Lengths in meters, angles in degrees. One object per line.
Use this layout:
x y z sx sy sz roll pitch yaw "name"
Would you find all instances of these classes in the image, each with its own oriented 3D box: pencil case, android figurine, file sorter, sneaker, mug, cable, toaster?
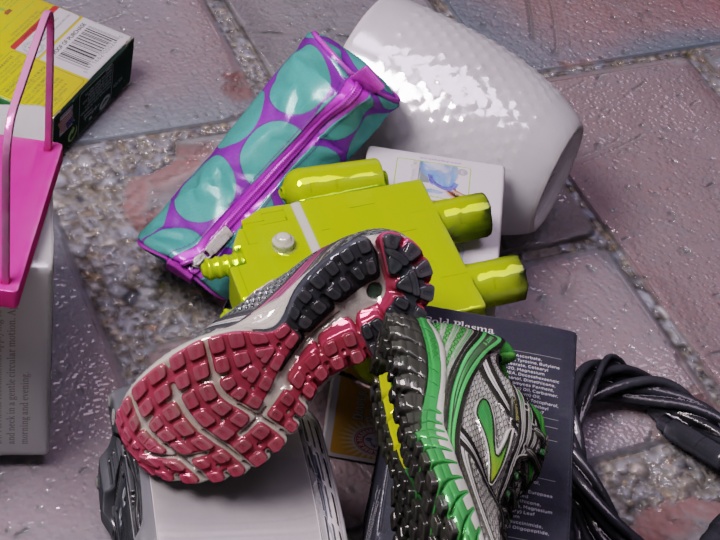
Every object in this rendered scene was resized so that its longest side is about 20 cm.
-0.063 -0.071 1.170 0.085 0.200 0.092 39 6 -15 "pencil case"
0.000 0.000 1.060 0.198 0.041 0.183 -9 47 -15 "android figurine"
-0.276 -0.084 0.933 0.198 0.126 0.139 8 40 -3 "file sorter"
0.059 0.096 0.817 0.084 0.078 0.201 2 45 -11 "sneaker"
0.080 -0.110 1.286 0.174 0.149 0.200 27 14 13 "mug"
0.201 0.132 1.120 0.162 0.051 0.201 5 44 -7 "cable"
-0.082 0.158 0.987 0.128 0.114 0.201 0 44 -16 "toaster"
-0.046 0.049 0.942 0.199 0.081 0.075 -32 11 -2 "sneaker"

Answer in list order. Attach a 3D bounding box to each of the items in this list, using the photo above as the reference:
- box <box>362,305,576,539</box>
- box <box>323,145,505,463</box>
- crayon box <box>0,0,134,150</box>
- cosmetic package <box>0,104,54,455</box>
0.054 0.157 0.954 0.103 0.201 0.183 9 45 -1 "box"
0.038 0.026 1.144 0.101 0.113 0.201 9 44 0 "box"
-0.296 -0.171 1.314 0.199 0.051 0.127 24 45 11 "crayon box"
-0.295 0.006 1.050 0.198 0.166 0.166 1 41 -12 "cosmetic package"
